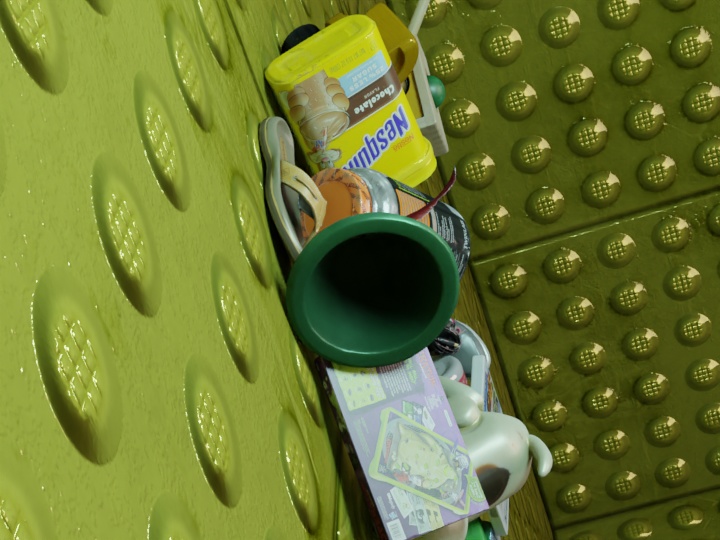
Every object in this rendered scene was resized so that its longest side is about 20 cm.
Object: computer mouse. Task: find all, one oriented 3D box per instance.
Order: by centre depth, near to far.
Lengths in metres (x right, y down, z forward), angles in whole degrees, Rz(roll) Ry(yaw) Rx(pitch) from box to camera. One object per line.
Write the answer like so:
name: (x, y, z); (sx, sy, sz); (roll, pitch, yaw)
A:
computer mouse: (0.065, 0.080, 1.651); (0.199, 0.034, 0.059); (6, 70, -47)

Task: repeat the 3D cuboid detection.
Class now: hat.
hat: (0.008, -0.014, 1.352); (0.176, 0.197, 0.167); (-115, -143, -61)

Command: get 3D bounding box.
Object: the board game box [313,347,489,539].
board game box: (0.041, 0.164, 1.323); (0.202, 0.119, 0.032); (69, -23, 12)

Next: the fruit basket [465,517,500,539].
fruit basket: (0.143, 0.413, 1.665); (0.186, 0.093, 0.202); (60, 16, -58)

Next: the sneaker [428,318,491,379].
sneaker: (0.084, 0.072, 1.752); (0.199, 0.084, 0.121); (38, 7, 13)

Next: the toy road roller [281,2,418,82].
toy road roller: (0.003, -0.243, 1.667); (0.123, 0.145, 0.200); (53, -6, 28)

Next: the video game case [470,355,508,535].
video game case: (0.162, 0.220, 1.642); (0.201, 0.018, 0.145); (68, 23, -50)

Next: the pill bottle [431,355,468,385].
pill bottle: (0.108, 0.221, 1.723); (0.109, 0.107, 0.202); (-80, 152, -70)

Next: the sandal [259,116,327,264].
sandal: (-0.063, -0.079, 1.349); (0.081, 0.053, 0.202); (61, 16, -56)

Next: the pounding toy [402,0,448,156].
pounding toy: (0.037, -0.255, 1.814); (0.142, 0.198, 0.186); (52, 24, -67)

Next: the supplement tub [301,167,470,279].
supplement tub: (0.024, -0.040, 1.463); (0.199, 0.122, 0.124); (21, 50, -49)

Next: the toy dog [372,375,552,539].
toy dog: (0.093, 0.240, 1.417); (0.200, 0.192, 0.141); (-43, 137, -43)

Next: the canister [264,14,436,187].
canister: (-0.011, -0.176, 1.536); (0.087, 0.148, 0.201); (46, -14, 55)
